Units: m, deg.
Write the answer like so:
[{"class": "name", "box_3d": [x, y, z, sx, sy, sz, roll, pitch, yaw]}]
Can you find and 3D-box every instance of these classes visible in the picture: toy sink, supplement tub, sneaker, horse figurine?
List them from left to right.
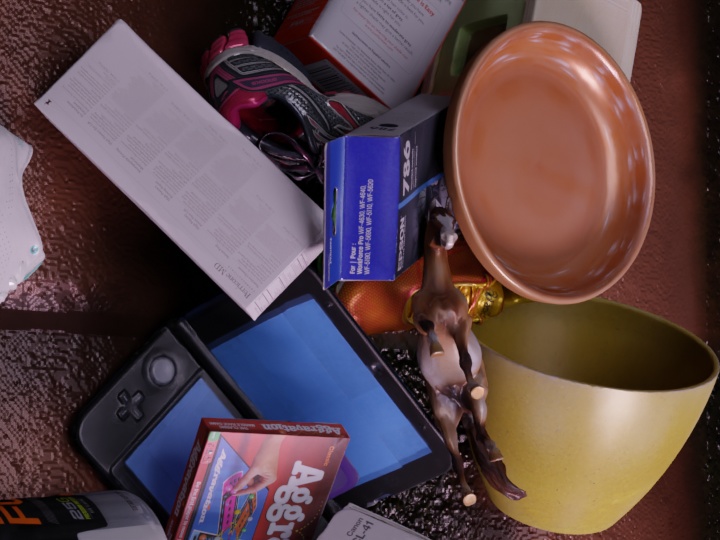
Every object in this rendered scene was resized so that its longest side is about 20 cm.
[{"class": "sneaker", "box_3d": [-0.243, 0.001, 1.103, 0.088, 0.075, 0.201, 15, 76, -45]}, {"class": "supplement tub", "box_3d": [-0.225, 0.202, 1.061, 0.200, 0.122, 0.123, 0, 86, -36]}, {"class": "sneaker", "box_3d": [-0.032, -0.091, 1.234, 0.200, 0.081, 0.075, 27, 30, -32]}, {"class": "sneaker", "box_3d": [0.059, 0.009, 1.258, 0.200, 0.077, 0.073, -18, 125, -40]}, {"class": "horse figurine", "box_3d": [0.066, 0.068, 1.163, 0.050, 0.133, 0.200, -15, 126, 3]}, {"class": "toy sink", "box_3d": [0.118, -0.123, 1.329, 0.112, 0.130, 0.200, 19, 76, -32]}]

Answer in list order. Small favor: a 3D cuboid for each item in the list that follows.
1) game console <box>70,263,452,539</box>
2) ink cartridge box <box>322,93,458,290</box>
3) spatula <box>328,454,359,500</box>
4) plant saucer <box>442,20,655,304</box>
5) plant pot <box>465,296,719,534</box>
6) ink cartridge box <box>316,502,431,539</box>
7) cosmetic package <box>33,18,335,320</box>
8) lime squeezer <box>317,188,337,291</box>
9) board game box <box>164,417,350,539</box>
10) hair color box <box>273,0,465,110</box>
[{"class": "game console", "box_3d": [-0.064, 0.121, 1.184, 0.200, 0.118, 0.171, 52, 59, -19]}, {"class": "ink cartridge box", "box_3d": [0.026, -0.055, 1.163, 0.200, 0.039, 0.100, -37, 131, -64]}, {"class": "spatula", "box_3d": [-0.095, 0.178, 1.169, 0.200, 0.021, 0.057, -35, 113, -6]}, {"class": "plant saucer", "box_3d": [0.130, -0.075, 1.226, 0.200, 0.037, 0.201, 5, 83, -39]}, {"class": "plant pot", "box_3d": [0.159, 0.115, 1.318, 0.200, 0.200, 0.142, -4, 113, -35]}, {"class": "ink cartridge box", "box_3d": [-0.010, 0.281, 1.153, 0.148, 0.085, 0.200, -52, 154, -40]}, {"class": "cosmetic package", "box_3d": [-0.115, -0.066, 1.139, 0.200, 0.051, 0.083, 44, 83, 10]}, {"class": "lime squeezer", "box_3d": [0.000, 0.000, 1.264, 0.071, 0.038, 0.200, -24, 135, 4]}, {"class": "board game box", "box_3d": [-0.084, 0.187, 1.153, 0.103, 0.019, 0.200, 5, 118, -30]}, {"class": "hair color box", "box_3d": [0.024, -0.219, 1.312, 0.101, 0.061, 0.200, 40, 66, -26]}]
